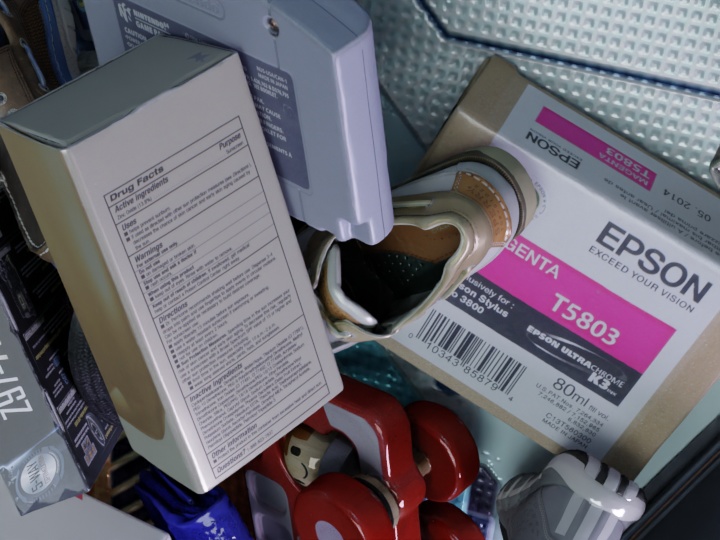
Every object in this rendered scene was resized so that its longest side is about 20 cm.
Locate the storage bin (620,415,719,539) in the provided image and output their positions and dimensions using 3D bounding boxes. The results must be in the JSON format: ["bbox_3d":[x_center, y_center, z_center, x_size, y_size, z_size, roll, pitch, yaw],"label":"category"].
[{"bbox_3d":[0.228,0.193,0.820,0.145,0.134,0.200,35,126,-1],"label":"storage bin"}]

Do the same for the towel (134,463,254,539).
[{"bbox_3d":[-0.083,0.224,0.963,0.201,0.049,0.148,62,165,-16],"label":"towel"}]

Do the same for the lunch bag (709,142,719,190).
[{"bbox_3d":[0.262,-0.021,0.663,0.117,0.164,0.200,-23,109,32],"label":"lunch bag"}]

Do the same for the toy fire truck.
[{"bbox_3d":[-0.017,0.153,0.918,0.167,0.112,0.201,18,129,37],"label":"toy fire truck"}]

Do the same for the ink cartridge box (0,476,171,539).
[{"bbox_3d":[-0.203,0.225,0.989,0.146,0.083,0.200,22,151,12],"label":"ink cartridge box"}]

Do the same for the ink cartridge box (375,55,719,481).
[{"bbox_3d":[0.111,0.005,0.793,0.199,0.075,0.165,31,126,3],"label":"ink cartridge box"}]

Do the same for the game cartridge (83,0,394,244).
[{"bbox_3d":[-0.065,-0.104,0.701,0.200,0.041,0.134,29,146,36],"label":"game cartridge"}]

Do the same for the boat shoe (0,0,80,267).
[{"bbox_3d":[-0.191,-0.085,0.775,0.072,0.201,0.072,14,131,-42],"label":"boat shoe"}]

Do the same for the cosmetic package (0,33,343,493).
[{"bbox_3d":[-0.089,-0.003,0.700,0.071,0.105,0.201,21,135,47],"label":"cosmetic package"}]

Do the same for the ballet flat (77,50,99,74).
[{"bbox_3d":[-0.094,-0.087,0.826,0.199,0.072,0.072,6,120,18],"label":"ballet flat"}]

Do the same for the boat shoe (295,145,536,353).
[{"bbox_3d":[0.000,0.000,0.749,0.200,0.068,0.075,-35,93,39],"label":"boat shoe"}]

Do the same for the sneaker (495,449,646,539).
[{"bbox_3d":[0.097,0.181,0.831,0.075,0.116,0.200,29,159,9],"label":"sneaker"}]

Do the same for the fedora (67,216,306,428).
[{"bbox_3d":[-0.109,0.000,0.835,0.092,0.200,0.201,41,130,30],"label":"fedora"}]

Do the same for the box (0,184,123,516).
[{"bbox_3d":[-0.189,0.029,0.837,0.043,0.200,0.161,-20,104,7],"label":"box"}]

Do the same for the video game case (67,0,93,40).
[{"bbox_3d":[-0.131,-0.217,0.743,0.182,0.023,0.201,12,128,49],"label":"video game case"}]
